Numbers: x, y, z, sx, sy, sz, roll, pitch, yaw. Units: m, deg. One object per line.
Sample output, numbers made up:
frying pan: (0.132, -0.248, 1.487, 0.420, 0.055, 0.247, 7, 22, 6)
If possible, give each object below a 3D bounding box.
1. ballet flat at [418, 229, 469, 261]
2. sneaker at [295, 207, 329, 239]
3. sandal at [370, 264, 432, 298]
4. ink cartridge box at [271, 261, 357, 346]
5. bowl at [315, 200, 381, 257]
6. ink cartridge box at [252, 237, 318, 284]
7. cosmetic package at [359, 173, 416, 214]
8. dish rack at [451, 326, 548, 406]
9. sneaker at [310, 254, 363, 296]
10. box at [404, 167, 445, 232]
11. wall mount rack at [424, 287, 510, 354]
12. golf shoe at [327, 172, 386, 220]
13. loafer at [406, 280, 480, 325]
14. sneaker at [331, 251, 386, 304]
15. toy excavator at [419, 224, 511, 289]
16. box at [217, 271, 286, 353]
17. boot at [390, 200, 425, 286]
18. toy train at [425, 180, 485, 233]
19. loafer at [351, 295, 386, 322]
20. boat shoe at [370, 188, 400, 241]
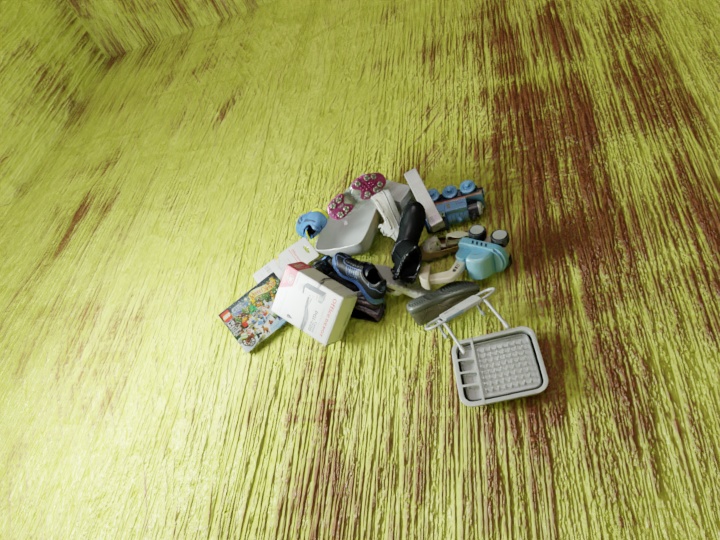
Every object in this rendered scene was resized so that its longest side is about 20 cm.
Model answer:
ballet flat: (0.232, -0.078, 1.547, 0.196, 0.063, 0.070, -13, 48, 16)
sneaker: (-0.165, -0.129, 1.723, 0.199, 0.066, 0.079, -22, 37, 61)
sandal: (0.100, 0.044, 1.516, 0.201, 0.051, 0.082, 26, 34, 30)
ink cartridge box: (-0.125, 0.087, 1.496, 0.198, 0.084, 0.148, 28, 107, 21)
bowl: (-0.025, -0.121, 1.680, 0.197, 0.075, 0.202, -6, 50, 37)
ink cartridge box: (-0.214, 0.003, 1.691, 0.199, 0.068, 0.117, -38, 47, -5)
cosmetic package: (0.075, -0.221, 1.714, 0.198, 0.102, 0.074, 20, 61, 37)
dish rack: (0.316, 0.225, 1.273, 0.196, 0.044, 0.174, -16, 47, 14)
sneaker: (-0.060, 0.011, 1.569, 0.196, 0.114, 0.073, -2, 28, 24)
box: (0.180, -0.200, 1.577, 0.041, 0.039, 0.202, -27, 60, 7)
wall mount rack: (0.257, 0.120, 1.316, 0.198, 0.075, 0.174, -30, 6, -3)
golf shoe: (-0.013, -0.220, 1.646, 0.198, 0.092, 0.076, -33, 89, -4)
loafer: (0.215, 0.085, 1.429, 0.197, 0.071, 0.075, -19, 19, -5)
sneaker: (0.000, 0.000, 1.494, 0.070, 0.079, 0.200, -25, 55, -37)
toy excavator: (0.271, -0.019, 1.432, 0.192, 0.101, 0.201, 15, 50, 34)
box: (-0.286, 0.120, 1.594, 0.199, 0.038, 0.137, -38, 92, -8)
boot: (0.132, -0.071, 1.478, 0.072, 0.201, 0.163, 16, 18, -8)
toy train: (0.266, -0.182, 1.606, 0.196, 0.087, 0.116, -12, 58, 15)
loafer: (-0.027, 0.104, 1.521, 0.196, 0.072, 0.064, 2, 58, 23)
boat shoe: (0.085, -0.129, 1.598, 0.069, 0.071, 0.203, -22, 90, -3)
